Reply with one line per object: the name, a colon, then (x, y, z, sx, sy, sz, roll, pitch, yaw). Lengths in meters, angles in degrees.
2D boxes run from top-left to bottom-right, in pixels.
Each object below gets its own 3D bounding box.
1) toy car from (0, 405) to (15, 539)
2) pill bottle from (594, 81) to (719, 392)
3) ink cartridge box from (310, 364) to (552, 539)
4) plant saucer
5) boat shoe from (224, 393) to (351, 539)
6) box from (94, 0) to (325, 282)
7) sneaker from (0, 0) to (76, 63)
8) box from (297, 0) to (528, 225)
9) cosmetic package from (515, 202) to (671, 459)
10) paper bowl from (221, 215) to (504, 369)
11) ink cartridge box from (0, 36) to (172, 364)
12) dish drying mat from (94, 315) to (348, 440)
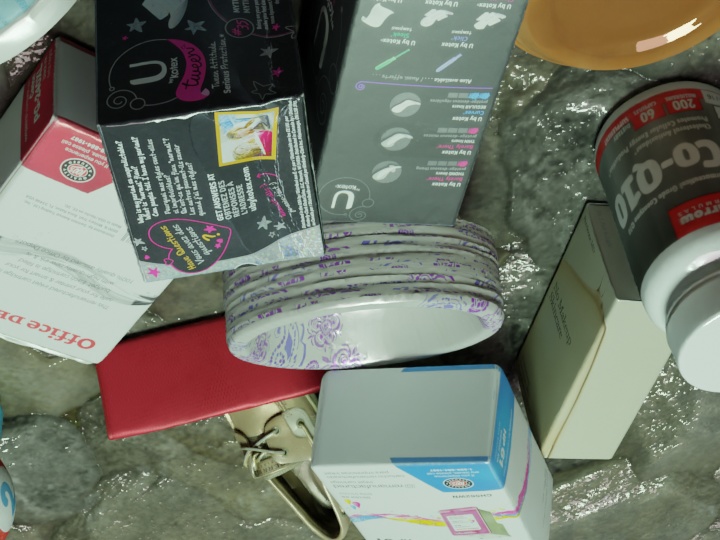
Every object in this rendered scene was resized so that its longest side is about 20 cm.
toy car: (-0.322, 0.144, 1.086, 0.175, 0.187, 0.200, 14, 145, -26)
pill bottle: (0.240, -0.025, 1.033, 0.112, 0.202, 0.115, -6, 139, -6)
ink cartridge box: (0.062, 0.159, 1.165, 0.142, 0.086, 0.201, -4, 148, 19)
plant saucer: (0.176, -0.190, 0.932, 0.197, 0.038, 0.201, -8, 149, -5)
boat shoe: (-0.065, 0.142, 1.221, 0.071, 0.065, 0.201, -20, 120, 30)
box: (-0.090, -0.113, 0.860, 0.113, 0.202, 0.133, -8, 139, -1)
sneaker: (-0.258, -0.160, 0.868, 0.198, 0.075, 0.082, -21, 141, 10)
box: (0.023, -0.140, 0.915, 0.104, 0.123, 0.201, 1, 137, -14)
cosmetic package: (0.193, 0.053, 1.186, 0.072, 0.104, 0.201, 2, 136, -13)
paper bowl: (0.000, 0.000, 1.050, 0.197, 0.106, 0.201, -4, 165, -1)
ink cartridge box: (-0.193, -0.040, 1.009, 0.144, 0.084, 0.200, 21, 130, -32)
dish drying mat: (-0.110, 0.076, 1.170, 0.197, 0.078, 0.018, -14, 169, 3)
